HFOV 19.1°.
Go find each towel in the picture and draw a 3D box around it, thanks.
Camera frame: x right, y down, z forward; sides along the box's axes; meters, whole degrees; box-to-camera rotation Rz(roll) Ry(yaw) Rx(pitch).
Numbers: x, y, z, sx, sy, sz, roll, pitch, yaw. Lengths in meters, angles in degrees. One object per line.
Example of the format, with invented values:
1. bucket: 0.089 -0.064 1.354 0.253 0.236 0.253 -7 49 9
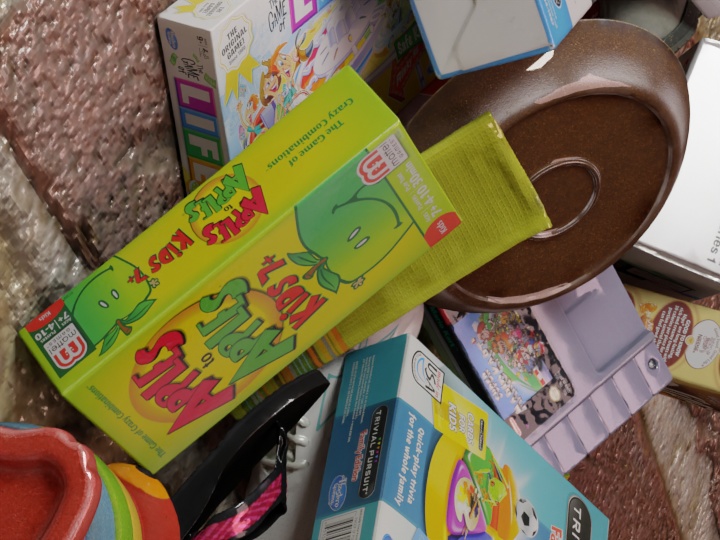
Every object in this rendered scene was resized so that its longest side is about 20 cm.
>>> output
1. towel: 0.000 0.000 1.115 0.200 0.018 0.086 -32 131 1

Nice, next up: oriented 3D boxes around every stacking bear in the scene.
1. stacking bear: -0.145 0.122 0.974 0.114 0.121 0.200 -63 159 -2

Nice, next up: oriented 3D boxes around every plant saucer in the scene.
1. plant saucer: 0.101 -0.047 1.171 0.200 0.032 0.200 -18 137 -17

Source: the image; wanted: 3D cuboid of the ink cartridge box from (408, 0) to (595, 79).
1. ink cartridge box: 0.078 -0.187 1.116 0.116 0.068 0.200 70 25 -15

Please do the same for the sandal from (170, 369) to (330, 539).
1. sandal: -0.078 0.135 1.106 0.200 0.045 0.075 -49 168 -14

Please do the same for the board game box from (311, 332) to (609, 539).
1. board game box: 0.058 0.152 1.159 0.200 0.047 0.151 43 42 -34

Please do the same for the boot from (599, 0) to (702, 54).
1. boot: 0.141 -0.179 1.244 0.200 0.131 0.068 -47 -177 -40

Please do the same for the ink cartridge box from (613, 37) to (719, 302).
1. ink cartridge box: 0.218 -0.060 1.426 0.200 0.084 0.145 131 -19 -84

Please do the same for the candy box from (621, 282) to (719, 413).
1. candy box: 0.197 0.049 1.421 0.115 0.200 0.055 30 79 -60

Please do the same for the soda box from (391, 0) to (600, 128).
1. soda box: 0.069 -0.104 1.246 0.200 0.070 0.063 -44 138 -40

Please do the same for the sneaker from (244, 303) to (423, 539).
1. sneaker: -0.032 0.076 1.188 0.080 0.070 0.200 37 66 -52

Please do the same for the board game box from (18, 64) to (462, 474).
1. board game box: -0.054 0.002 1.030 0.200 0.048 0.102 -39 147 -2

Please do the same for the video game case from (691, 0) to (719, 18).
1. video game case: 0.146 -0.264 1.190 0.182 0.024 0.200 38 38 -45

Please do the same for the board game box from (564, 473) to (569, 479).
1. board game box: 0.047 0.113 1.305 0.030 0.096 0.200 -55 156 18

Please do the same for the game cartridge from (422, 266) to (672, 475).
1. game cartridge: 0.100 0.020 1.292 0.130 0.038 0.200 -40 109 -31

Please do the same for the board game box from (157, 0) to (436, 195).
1. board game box: -0.024 -0.119 1.113 0.200 0.034 0.135 -45 141 -39
